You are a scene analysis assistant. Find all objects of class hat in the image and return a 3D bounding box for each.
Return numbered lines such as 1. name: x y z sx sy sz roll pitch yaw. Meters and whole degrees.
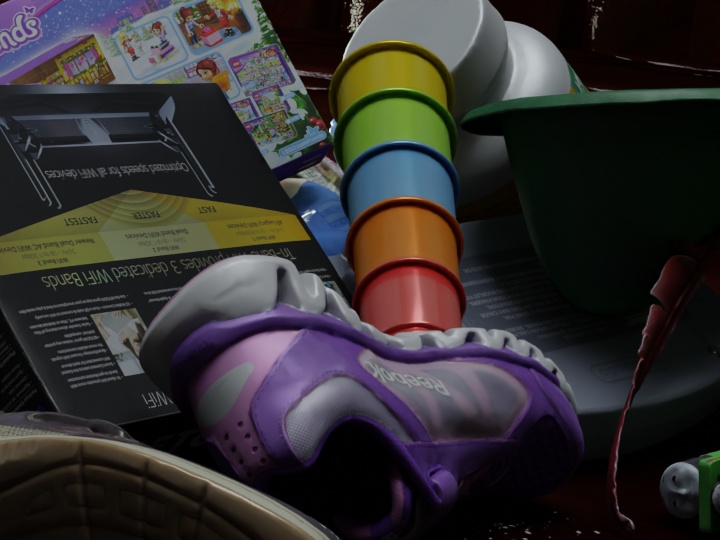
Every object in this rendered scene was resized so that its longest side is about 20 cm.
1. hat: 0.124 0.013 0.898 0.199 0.178 0.165 -2 -2 -39

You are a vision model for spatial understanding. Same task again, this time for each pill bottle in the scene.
1. pill bottle: 0.076 -0.058 1.048 0.112 0.113 0.200 18 -21 47

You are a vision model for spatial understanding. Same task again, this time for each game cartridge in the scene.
1. game cartridge: 0.088 0.028 0.912 0.199 0.041 0.133 -9 41 -42

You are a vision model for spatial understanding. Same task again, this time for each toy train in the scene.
1. toy train: 0.195 0.081 0.844 0.056 0.042 0.199 3 6 43

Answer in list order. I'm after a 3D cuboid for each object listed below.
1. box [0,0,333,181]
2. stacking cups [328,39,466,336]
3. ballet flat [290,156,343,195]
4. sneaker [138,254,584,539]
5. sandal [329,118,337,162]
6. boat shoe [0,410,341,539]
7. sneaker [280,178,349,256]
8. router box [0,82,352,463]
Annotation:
1. box: -0.131 -0.080 1.023 0.199 0.138 0.039 -25 -8 -19
2. stacking cups: 0.013 -0.023 0.857 0.060 0.061 0.201 6 37 -4
3. ballet flat: -0.028 -0.035 1.176 0.199 0.069 0.071 36 57 8
4. sneaker: 0.012 0.065 0.727 0.199 0.081 0.089 18 34 -42
5. sandal: 0.043 -0.056 1.334 0.199 0.088 0.079 13 10 21
6. boat shoe: -0.084 0.076 0.608 0.199 0.073 0.065 5 14 26
7. sneaker: 0.000 0.001 1.028 0.110 0.077 0.200 6 11 1
8. router box: -0.096 0.001 0.801 0.199 0.052 0.158 -7 59 -53
